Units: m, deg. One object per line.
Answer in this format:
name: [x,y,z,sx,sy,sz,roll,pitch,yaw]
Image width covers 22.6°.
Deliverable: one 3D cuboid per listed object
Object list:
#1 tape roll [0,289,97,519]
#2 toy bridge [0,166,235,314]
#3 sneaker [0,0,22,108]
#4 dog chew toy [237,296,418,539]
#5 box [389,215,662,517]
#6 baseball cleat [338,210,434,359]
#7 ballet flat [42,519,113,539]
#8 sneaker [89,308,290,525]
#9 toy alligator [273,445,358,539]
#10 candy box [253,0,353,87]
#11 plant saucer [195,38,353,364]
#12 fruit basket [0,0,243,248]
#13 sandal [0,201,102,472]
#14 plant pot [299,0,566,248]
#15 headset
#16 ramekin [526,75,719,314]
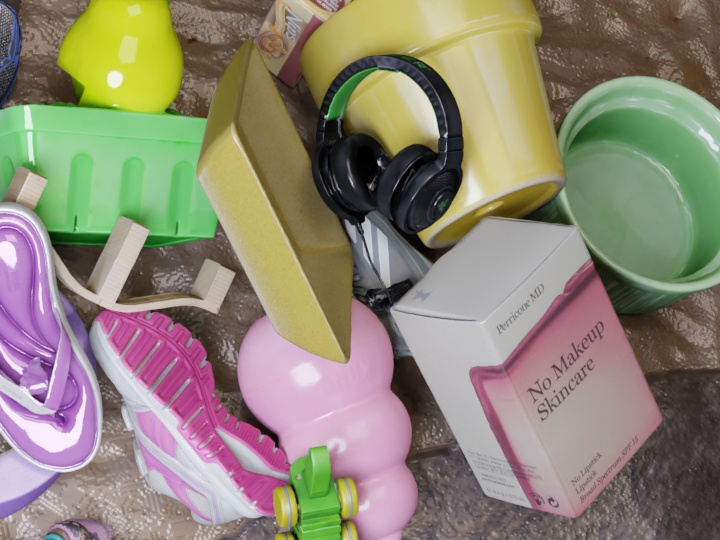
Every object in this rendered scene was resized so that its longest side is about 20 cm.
tape roll: [-0.300,0.087,1.346,0.199,0.066,0.201,8,66,-18]
toy bridge: [-0.181,-0.006,1.337,0.199,0.027,0.068,28,86,-36]
sneaker: [-0.326,-0.138,1.418,0.075,0.078,0.201,32,62,-6]
dog chew toy: [-0.017,0.121,1.408,0.124,0.124,0.201,-20,85,-25]
box: [0.135,0.075,1.435,0.128,0.109,0.201,-43,120,-28]
baseball cleat: [0.000,0.000,1.487,0.200,0.070,0.107,37,61,-2]
ballet flat: [-0.176,0.275,1.321,0.071,0.069,0.201,-6,70,-37]
sneaker: [-0.145,0.118,1.368,0.200,0.088,0.081,54,36,-1]
toy alligator: [-0.036,0.207,1.363,0.059,0.201,0.054,-8,30,-13]
candy box: [-0.010,-0.263,1.562,0.055,0.115,0.200,38,62,-1]
plant saucer: [-0.066,-0.048,1.338,0.048,0.200,0.201,-21,114,11]
fruit basket: [-0.198,-0.123,1.392,0.215,0.155,0.217,4,82,-36]
sandal: [-0.239,0.054,1.273,0.082,0.050,0.204,-15,105,1]
plant pot: [0.074,-0.130,1.492,0.200,0.201,0.190,-17,77,-25]
headset: [0.027,-0.068,1.412,0.094,0.123,0.201,-9,108,-54]
ramekin: [0.242,-0.059,1.582,0.199,0.098,0.201,7,67,-17]
